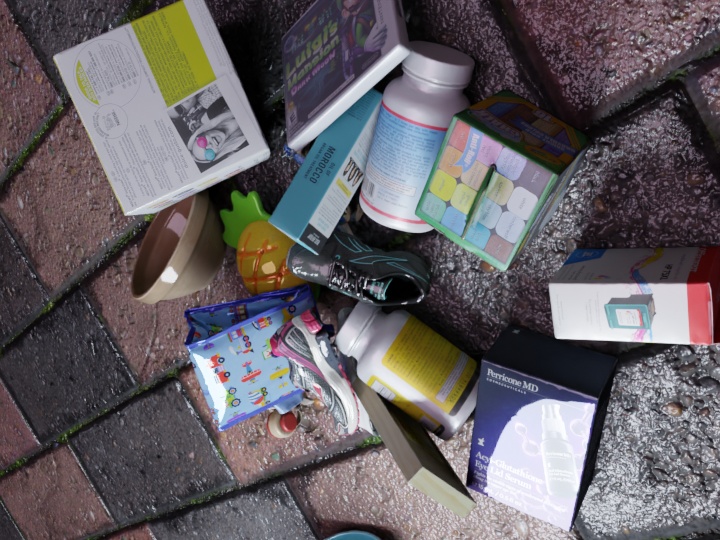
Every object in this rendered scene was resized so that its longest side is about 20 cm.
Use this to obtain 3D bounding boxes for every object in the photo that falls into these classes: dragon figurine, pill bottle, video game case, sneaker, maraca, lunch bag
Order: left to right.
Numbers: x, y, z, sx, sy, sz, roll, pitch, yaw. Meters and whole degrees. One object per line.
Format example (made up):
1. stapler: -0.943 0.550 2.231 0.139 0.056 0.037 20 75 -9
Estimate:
1. lunch bag: -0.129 0.111 0.977 0.196 0.094 0.153 -17 121 -6
2. maraca: -0.133 -0.025 1.017 0.201 0.107 0.137 50 129 6
3. sneaker: -0.058 0.146 0.952 0.203 0.074 0.081 67 172 -27
4. dragon figurine: -0.050 -0.097 0.962 0.098 0.059 0.205 2 110 33
5. video game case: -0.027 -0.270 0.831 0.199 0.023 0.185 -33 52 39
6. sneaker: -0.013 0.151 1.038 0.086 0.074 0.205 4 111 38
7. sneaker: 0.000 0.000 0.906 0.195 0.080 0.077 8 113 -6
8. pill bottle: 0.064 0.124 0.932 0.198 0.111 0.112 35 125 5
9. pill bottle: 0.069 -0.157 0.828 0.107 0.108 0.204 27 123 21

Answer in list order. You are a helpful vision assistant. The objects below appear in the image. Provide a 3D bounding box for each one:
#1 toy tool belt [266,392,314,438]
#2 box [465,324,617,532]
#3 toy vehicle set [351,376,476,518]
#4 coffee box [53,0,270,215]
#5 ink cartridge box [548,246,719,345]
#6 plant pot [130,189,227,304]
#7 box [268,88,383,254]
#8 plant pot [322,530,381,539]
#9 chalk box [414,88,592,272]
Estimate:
1. toy tool belt: -0.131 0.170 1.091 0.122 0.124 0.203 -17 101 45
2. box: 0.224 0.194 0.877 0.145 0.104 0.204 15 118 28
3. toy vehicle set: 0.067 0.228 0.930 0.027 0.200 0.124 -45 124 4
4. coffee box: -0.245 -0.204 0.911 0.194 0.200 0.204 -25 98 -5
5. ink cartridge box: 0.313 0.024 0.738 0.196 0.116 0.069 -1 109 33
6. plant pot: -0.272 -0.033 1.089 0.092 0.204 0.200 28 136 -31
7. box: -0.032 -0.125 0.863 0.049 0.082 0.203 30 87 18
8. plant pot: -0.003 0.574 1.144 0.197 0.201 0.191 -7 122 35
9. chalk box: 0.145 -0.095 0.745 0.123 0.199 0.126 34 124 16
